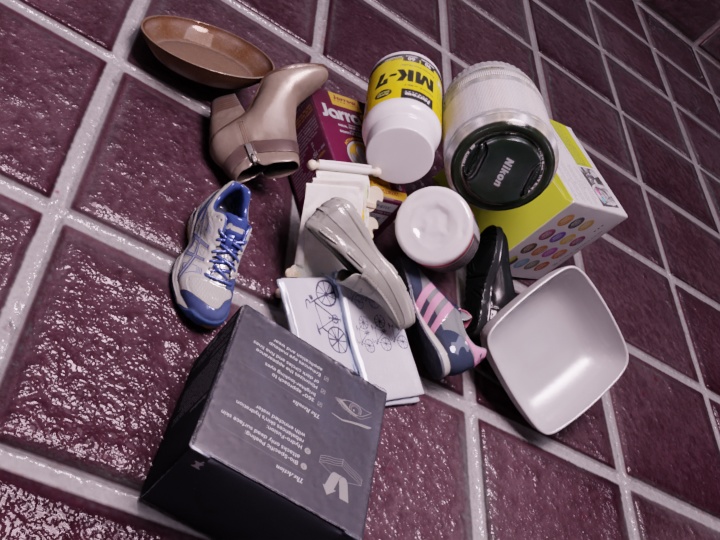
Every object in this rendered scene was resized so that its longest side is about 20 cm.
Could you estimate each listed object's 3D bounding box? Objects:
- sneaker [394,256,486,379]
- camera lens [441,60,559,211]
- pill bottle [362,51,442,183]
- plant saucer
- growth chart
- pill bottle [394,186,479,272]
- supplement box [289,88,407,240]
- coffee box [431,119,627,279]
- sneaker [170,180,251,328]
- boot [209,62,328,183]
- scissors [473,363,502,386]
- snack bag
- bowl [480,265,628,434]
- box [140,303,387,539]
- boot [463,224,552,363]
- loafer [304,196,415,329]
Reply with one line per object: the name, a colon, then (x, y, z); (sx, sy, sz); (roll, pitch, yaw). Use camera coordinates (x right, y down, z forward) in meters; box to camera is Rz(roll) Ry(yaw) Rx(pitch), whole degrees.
sneaker: (0.108, 0.060, 1.241); (0.082, 0.070, 0.200); (-11, 58, -16)
camera lens: (0.198, -0.196, 1.284); (0.160, 0.160, 0.200); (30, 33, -21)
pill bottle: (0.061, -0.222, 1.276); (0.114, 0.114, 0.200); (30, 38, -20)
plant saucer: (-0.225, -0.312, 1.282); (0.200, 0.037, 0.201); (19, 28, -11)
growth chart: (-0.035, -0.052, 1.177); (0.144, 0.018, 0.201); (12, 90, -42)
pill bottle: (0.119, -0.054, 1.297); (0.111, 0.111, 0.200); (54, 6, 11)
supplement box: (-0.029, -0.157, 1.307); (0.131, 0.103, 0.201); (9, 50, -39)
coffee box: (0.281, -0.124, 1.482); (0.197, 0.200, 0.200); (6, 52, -49)
sneaker: (-0.173, -0.027, 1.059); (0.075, 0.088, 0.201); (23, 43, -30)
boot: (-0.116, -0.199, 1.224); (0.199, 0.070, 0.147); (-22, 62, -5)
scissors: (0.160, 0.138, 1.291); (0.200, 0.014, 0.073); (44, 34, -4)
snack bag: (-0.013, 0.087, 1.134); (0.200, 0.021, 0.189); (1, 67, -44)
bowl: (0.276, 0.113, 1.289); (0.199, 0.075, 0.200); (-37, 103, -16)
box: (-0.092, 0.178, 0.919); (0.196, 0.117, 0.200); (34, 37, -16)
boot: (0.245, 0.045, 1.366); (0.162, 0.073, 0.199); (18, 71, -22)
loafer: (0.000, 0.000, 1.141); (0.070, 0.070, 0.200); (-38, 103, -14)
